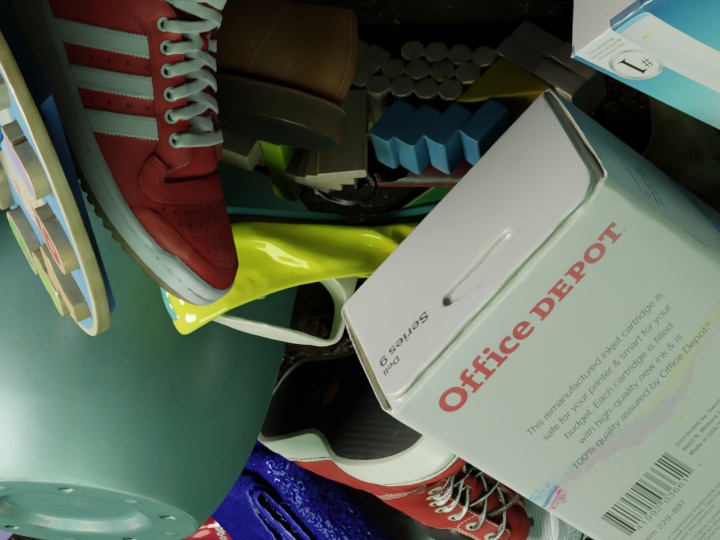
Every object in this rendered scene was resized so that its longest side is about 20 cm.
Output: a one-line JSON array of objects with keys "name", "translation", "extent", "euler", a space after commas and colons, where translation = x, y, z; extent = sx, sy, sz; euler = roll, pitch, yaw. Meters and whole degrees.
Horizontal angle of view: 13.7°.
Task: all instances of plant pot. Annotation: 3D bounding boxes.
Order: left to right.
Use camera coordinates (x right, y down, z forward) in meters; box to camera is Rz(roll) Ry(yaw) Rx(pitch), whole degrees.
[{"name": "plant pot", "translation": [-0.131, 0.042, 1.443], "extent": [0.200, 0.161, 0.201], "euler": [6, 162, 2]}]

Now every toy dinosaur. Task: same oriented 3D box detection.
[{"name": "toy dinosaur", "translation": [0.157, -0.051, 1.371], "extent": [0.101, 0.058, 0.200], "euler": [-14, 146, -3]}]

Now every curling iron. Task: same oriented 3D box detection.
[{"name": "curling iron", "translation": [0.071, -0.044, 1.436], "extent": [0.200, 0.050, 0.026], "euler": [2, 107, -8]}]

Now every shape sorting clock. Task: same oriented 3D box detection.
[{"name": "shape sorting clock", "translation": [-0.153, -0.063, 1.256], "extent": [0.039, 0.200, 0.200], "euler": [-22, 148, -8]}]

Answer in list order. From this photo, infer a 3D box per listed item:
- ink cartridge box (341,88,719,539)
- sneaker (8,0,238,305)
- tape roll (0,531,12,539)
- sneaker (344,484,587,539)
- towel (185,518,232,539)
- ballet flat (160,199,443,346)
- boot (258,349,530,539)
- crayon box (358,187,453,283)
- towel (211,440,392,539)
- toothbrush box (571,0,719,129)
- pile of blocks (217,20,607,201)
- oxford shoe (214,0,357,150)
[{"name": "ink cartridge box", "translation": [0.114, 0.034, 1.348], "extent": [0.200, 0.088, 0.145], "euler": [32, 108, -34]}, {"name": "sneaker", "translation": [-0.074, -0.093, 1.253], "extent": [0.112, 0.200, 0.071], "euler": [-27, 177, 20]}, {"name": "tape roll", "translation": [-0.277, 0.083, 1.640], "extent": [0.200, 0.085, 0.200], "euler": [3, 149, 2]}, {"name": "sneaker", "translation": [0.059, 0.128, 1.661], "extent": [0.071, 0.073, 0.200], "euler": [-11, -167, -43]}, {"name": "towel", "translation": [0.007, 0.173, 1.793], "extent": [0.200, 0.023, 0.145], "euler": [-9, 144, 16]}, {"name": "ballet flat", "translation": [0.000, 0.000, 1.374], "extent": [0.200, 0.067, 0.067], "euler": [-3, 176, -22]}, {"name": "boot", "translation": [0.047, 0.098, 1.509], "extent": [0.144, 0.072, 0.200], "euler": [32, 168, -18]}, {"name": "crayon box", "translation": [0.090, 0.027, 1.536], "extent": [0.200, 0.051, 0.127], "euler": [23, 144, -27]}, {"name": "towel", "translation": [-0.021, 0.171, 1.674], "extent": [0.200, 0.050, 0.148], "euler": [51, 157, -18]}, {"name": "toothbrush box", "translation": [0.210, -0.116, 1.263], "extent": [0.200, 0.085, 0.146], "euler": [23, 143, -29]}, {"name": "pile of blocks", "translation": [0.014, -0.062, 1.374], "extent": [0.200, 0.082, 0.062], "euler": [-2, 148, 9]}, {"name": "oxford shoe", "translation": [-0.093, -0.109, 1.337], "extent": [0.200, 0.071, 0.071], "euler": [14, 172, 14]}]
